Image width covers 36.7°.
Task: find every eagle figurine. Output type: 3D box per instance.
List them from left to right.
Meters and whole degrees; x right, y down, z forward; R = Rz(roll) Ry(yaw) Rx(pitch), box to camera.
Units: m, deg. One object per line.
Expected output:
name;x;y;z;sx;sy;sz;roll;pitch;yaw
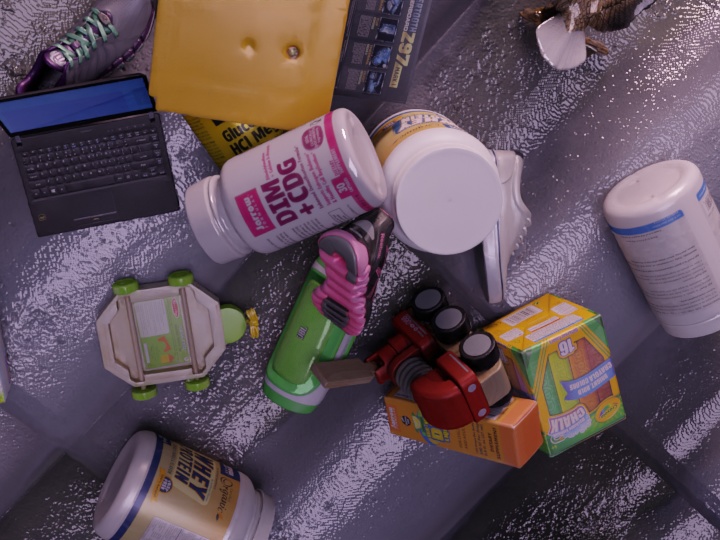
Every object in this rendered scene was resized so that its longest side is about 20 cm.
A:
eagle figurine;0.272;-0.346;1.268;0.151;0.200;0.151;-20;69;-36

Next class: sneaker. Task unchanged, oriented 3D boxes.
sneaker;-0.309;-0.248;1.221;0.074;0.088;0.200;42;97;-2
sneaker;0.000;0.000;1.247;0.079;0.200;0.095;36;60;14
sneaker;0.183;-0.055;1.382;0.070;0.073;0.201;-5;108;-5

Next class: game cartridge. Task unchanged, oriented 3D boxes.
game cartridge;-0.120;-0.244;1.161;0.199;0.032;0.177;8;115;-10

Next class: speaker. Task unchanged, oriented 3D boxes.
speaker;-0.053;0.078;1.377;0.088;0.088;0.201;21;102;-15

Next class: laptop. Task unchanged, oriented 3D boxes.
laptop;-0.312;-0.128;1.246;0.176;0.103;0.201;-11;116;-6

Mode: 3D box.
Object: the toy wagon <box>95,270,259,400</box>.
toy wagon;-0.228;0.078;1.371;0.199;0.040;0.156;-9;109;-8

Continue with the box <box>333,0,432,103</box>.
box;-0.002;-0.295;1.212;0.157;0.051;0.201;3;117;-22

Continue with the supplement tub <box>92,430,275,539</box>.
supplement tub;-0.224;0.306;1.388;0.199;0.144;0.145;28;101;-17

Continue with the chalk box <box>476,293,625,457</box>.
chalk box;0.255;0.154;1.422;0.124;0.124;0.201;-25;110;-16

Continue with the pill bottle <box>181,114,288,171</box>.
pill bottle;-0.140;-0.180;1.265;0.112;0.112;0.200;-34;110;2

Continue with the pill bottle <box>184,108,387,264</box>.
pill bottle;-0.082;-0.087;1.179;0.199;0.113;0.114;-23;111;15

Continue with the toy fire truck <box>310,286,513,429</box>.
toy fire truck;0.059;0.126;1.339;0.200;0.176;0.129;-34;131;-10

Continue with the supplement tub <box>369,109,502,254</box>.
supplement tub;0.082;-0.105;1.281;0.144;0.200;0.145;-3;108;-9

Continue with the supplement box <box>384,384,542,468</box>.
supplement box;0.129;0.190;1.389;0.069;0.199;0.067;-36;124;-42

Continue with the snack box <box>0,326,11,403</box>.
snack box;-0.538;0.087;1.305;0.199;0.068;0.169;-7;108;-7

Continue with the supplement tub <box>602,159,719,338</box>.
supplement tub;0.410;-0.028;1.400;0.132;0.132;0.200;-30;110;1
